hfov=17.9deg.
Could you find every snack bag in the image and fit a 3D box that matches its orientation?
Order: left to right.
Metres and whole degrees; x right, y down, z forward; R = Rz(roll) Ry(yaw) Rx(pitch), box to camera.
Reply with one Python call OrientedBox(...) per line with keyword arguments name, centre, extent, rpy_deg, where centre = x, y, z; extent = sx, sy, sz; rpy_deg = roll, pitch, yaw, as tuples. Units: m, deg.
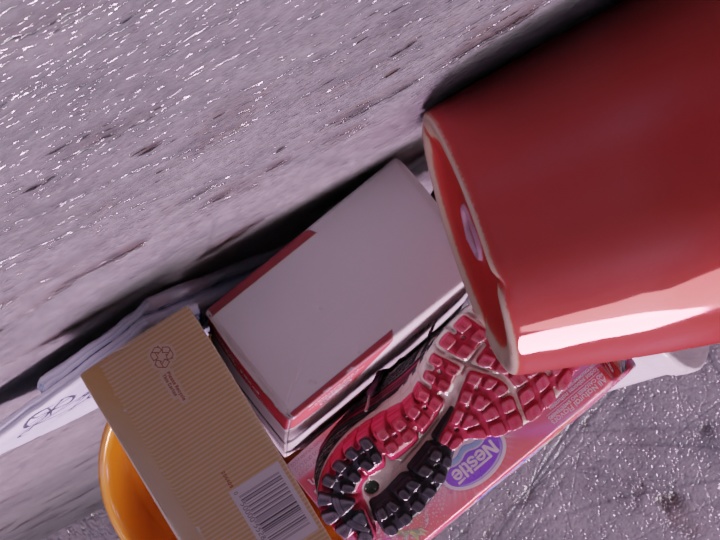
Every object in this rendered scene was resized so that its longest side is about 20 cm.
OrientedBox(name="snack bag", centre=(-0.141, 0.051, 1.392), extent=(0.200, 0.021, 0.188), rpy_deg=(-36, 175, 32))

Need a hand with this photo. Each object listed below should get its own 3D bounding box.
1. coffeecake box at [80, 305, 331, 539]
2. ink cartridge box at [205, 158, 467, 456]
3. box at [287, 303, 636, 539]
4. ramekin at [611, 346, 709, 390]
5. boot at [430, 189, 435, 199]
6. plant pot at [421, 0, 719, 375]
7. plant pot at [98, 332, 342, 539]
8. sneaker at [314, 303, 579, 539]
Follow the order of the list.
OrientedBox(name="coffeecake box", centre=(-0.087, 0.113, 1.322), extent=(0.073, 0.154, 0.200), rpy_deg=(-32, 175, -6))
OrientedBox(name="ink cartridge box", centre=(-0.013, 0.027, 1.373), extent=(0.147, 0.083, 0.200), rpy_deg=(-39, 173, -9))
OrientedBox(name="box", centre=(0.065, 0.091, 1.441), extent=(0.200, 0.095, 0.103), rpy_deg=(-41, 172, 13))
OrientedBox(name="ramekin", centre=(0.152, -0.010, 1.562), extent=(0.097, 0.202, 0.200), rpy_deg=(-22, 179, 22))
OrientedBox(name="boot", centre=(0.108, -0.084, 1.323), extent=(0.200, 0.074, 0.075), rpy_deg=(-36, 155, 22))
OrientedBox(name="plant pot", centre=(0.135, -0.042, 1.166), extent=(0.176, 0.202, 0.200), rpy_deg=(-18, 175, -4))
OrientedBox(name="plant pot", centre=(-0.077, 0.119, 1.708), extent=(0.199, 0.201, 0.183), rpy_deg=(-31, -168, 18))
OrientedBox(name="sneaker", centre=(0.047, 0.067, 1.337), extent=(0.200, 0.081, 0.075), rpy_deg=(-40, -159, 8))
